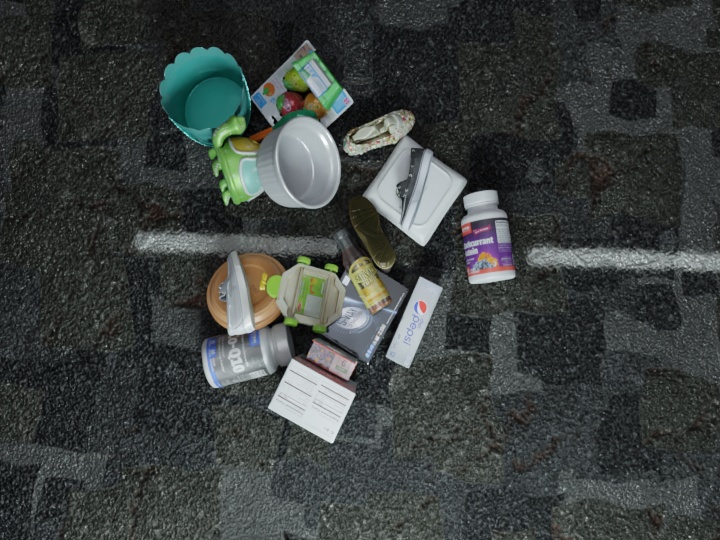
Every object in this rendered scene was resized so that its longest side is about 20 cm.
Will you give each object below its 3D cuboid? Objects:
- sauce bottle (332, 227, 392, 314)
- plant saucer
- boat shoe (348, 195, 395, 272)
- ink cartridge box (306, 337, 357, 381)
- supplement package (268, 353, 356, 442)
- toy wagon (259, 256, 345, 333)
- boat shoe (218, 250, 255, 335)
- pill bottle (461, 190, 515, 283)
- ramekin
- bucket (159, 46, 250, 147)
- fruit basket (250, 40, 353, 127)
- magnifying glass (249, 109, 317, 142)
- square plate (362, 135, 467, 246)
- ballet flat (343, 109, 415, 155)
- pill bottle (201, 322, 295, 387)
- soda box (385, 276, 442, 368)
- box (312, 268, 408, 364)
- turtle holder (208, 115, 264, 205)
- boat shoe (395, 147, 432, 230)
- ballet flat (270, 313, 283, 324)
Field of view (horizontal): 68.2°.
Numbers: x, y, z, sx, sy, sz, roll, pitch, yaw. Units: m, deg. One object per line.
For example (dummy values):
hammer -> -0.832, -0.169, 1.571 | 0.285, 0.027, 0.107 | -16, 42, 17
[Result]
sauce bottle -> 0.000, 0.000, 1.221 | 0.065, 0.066, 0.203 | -32, 85, -3
plant saucer -> -0.262, 0.043, 1.236 | 0.194, 0.033, 0.205 | -2, 58, 3
boat shoe -> 0.023, -0.083, 1.272 | 0.070, 0.067, 0.204 | -20, 65, -13
ink cartridge box -> -0.063, 0.197, 1.177 | 0.107, 0.200, 0.051 | 28, 84, 3
supplement package -> -0.098, 0.273, 1.170 | 0.153, 0.200, 0.113 | 27, 84, 3
toy wagon -> -0.133, 0.050, 1.204 | 0.194, 0.040, 0.160 | 15, 71, -11
boat shoe -> -0.281, 0.050, 1.180 | 0.067, 0.072, 0.205 | -15, 66, -6
pill bottle -> 0.295, -0.078, 1.247 | 0.108, 0.111, 0.207 | -7, 84, 0
ramekin -> -0.145, -0.243, 1.229 | 0.096, 0.197, 0.207 | -1, 82, 43
bucket -> -0.359, -0.407, 1.273 | 0.200, 0.135, 0.214 | 0, 84, 1
fruit basket -> -0.145, -0.418, 1.293 | 0.199, 0.094, 0.187 | -38, 93, 6
magnifying glass -> -0.188, -0.340, 1.270 | 0.195, 0.079, 0.023 | -10, 86, 32
square plate -> 0.132, -0.200, 1.302 | 0.198, 0.028, 0.200 | 36, 85, 4
ballet flat -> 0.048, -0.340, 1.299 | 0.196, 0.064, 0.077 | -28, 81, -3
pill bottle -> -0.254, 0.190, 1.223 | 0.194, 0.114, 0.117 | -14, 84, -1
soda box -> 0.125, 0.122, 1.250 | 0.062, 0.068, 0.205 | 24, 85, 4
box -> 0.001, 0.092, 1.266 | 0.158, 0.044, 0.203 | 31, 85, 3
turtle holder -> -0.283, -0.258, 1.248 | 0.128, 0.141, 0.191 | -18, 101, -10
boat shoe -> 0.116, -0.197, 1.256 | 0.064, 0.070, 0.206 | 15, 84, 10
ballet flat -> -0.171, 0.070, 1.268 | 0.195, 0.046, 0.069 | -24, 84, -2
